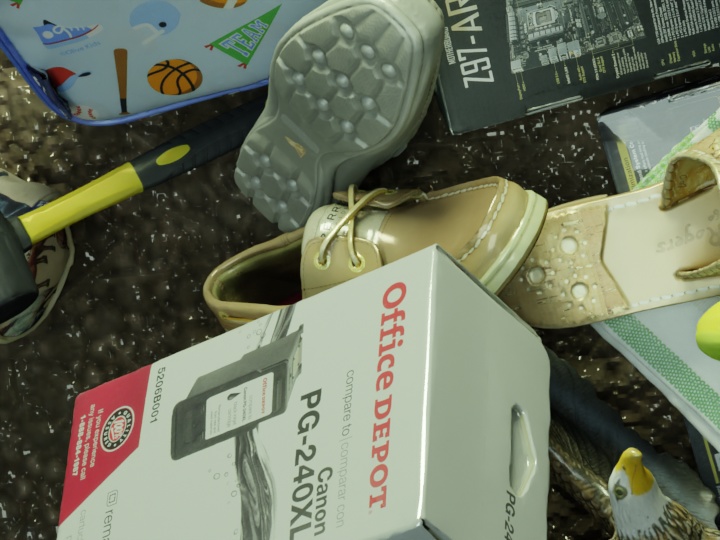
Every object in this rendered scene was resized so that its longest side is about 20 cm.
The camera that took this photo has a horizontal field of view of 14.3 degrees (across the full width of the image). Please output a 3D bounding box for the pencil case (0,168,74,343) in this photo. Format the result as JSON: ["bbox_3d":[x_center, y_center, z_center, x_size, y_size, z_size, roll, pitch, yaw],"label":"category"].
[{"bbox_3d":[-0.239,-0.035,1.385,0.199,0.089,0.078,23,101,10],"label":"pencil case"}]

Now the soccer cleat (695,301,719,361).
[{"bbox_3d":[0.242,0.011,1.218,0.199,0.065,0.084,-3,79,11],"label":"soccer cleat"}]

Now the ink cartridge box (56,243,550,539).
[{"bbox_3d":[-0.026,0.094,1.192,0.199,0.146,0.083,-24,133,29],"label":"ink cartridge box"}]

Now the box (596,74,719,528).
[{"bbox_3d":[0.211,0.002,1.300,0.160,0.049,0.201,-16,95,14],"label":"box"}]

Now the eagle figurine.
[{"bbox_3d":[0.107,0.118,1.249,0.199,0.152,0.152,15,112,25],"label":"eagle figurine"}]

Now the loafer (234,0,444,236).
[{"bbox_3d":[-0.003,-0.081,1.273,0.070,0.200,0.070,45,63,1],"label":"loafer"}]

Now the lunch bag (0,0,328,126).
[{"bbox_3d":[-0.087,-0.147,1.292,0.199,0.160,0.076,-16,52,13],"label":"lunch bag"}]

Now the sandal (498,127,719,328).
[{"bbox_3d":[0.152,-0.020,1.223,0.211,0.070,0.078,-20,93,14],"label":"sandal"}]

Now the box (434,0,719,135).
[{"bbox_3d":[0.091,-0.176,1.254,0.159,0.044,0.201,-16,112,-2],"label":"box"}]

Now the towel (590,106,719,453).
[{"bbox_3d":[0.203,-0.016,1.264,0.149,0.031,0.200,44,104,3],"label":"towel"}]

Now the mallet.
[{"bbox_3d":[-0.116,-0.049,1.333,0.200,0.041,0.066,-35,83,-20],"label":"mallet"}]

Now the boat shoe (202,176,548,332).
[{"bbox_3d":[0.000,0.000,1.269,0.066,0.074,0.200,41,139,-20],"label":"boat shoe"}]
